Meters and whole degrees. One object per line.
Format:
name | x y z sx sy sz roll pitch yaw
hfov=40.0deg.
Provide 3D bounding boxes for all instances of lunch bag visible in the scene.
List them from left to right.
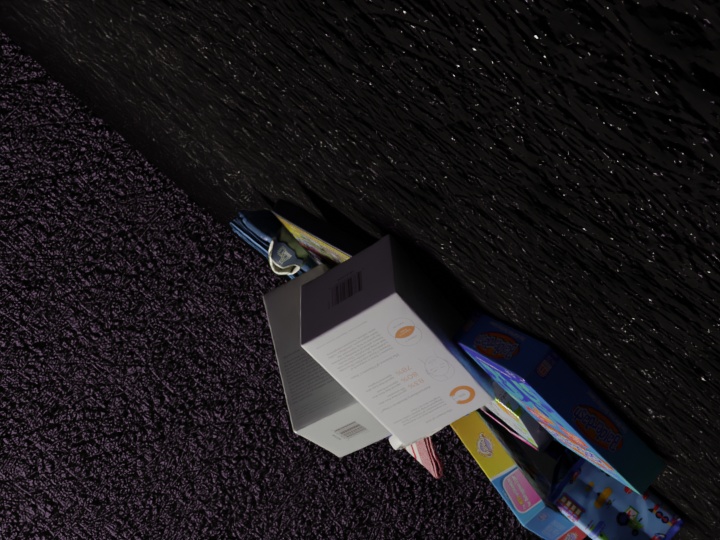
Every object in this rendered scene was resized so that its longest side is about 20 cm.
lunch bag | 0.331 0.308 1.328 0.150 0.094 0.200 39 180 9

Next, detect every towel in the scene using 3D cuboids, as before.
towel | -0.114 -0.031 1.627 0.199 0.049 0.111 37 -159 25
towel | 0.056 0.232 1.587 0.200 0.023 0.145 39 156 42

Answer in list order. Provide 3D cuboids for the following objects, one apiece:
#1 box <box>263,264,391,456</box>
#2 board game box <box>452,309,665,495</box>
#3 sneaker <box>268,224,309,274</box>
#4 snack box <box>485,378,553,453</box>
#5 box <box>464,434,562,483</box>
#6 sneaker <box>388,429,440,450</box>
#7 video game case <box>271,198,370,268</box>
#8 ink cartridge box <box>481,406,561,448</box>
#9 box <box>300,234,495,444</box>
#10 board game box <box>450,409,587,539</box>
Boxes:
box | -0.037 0.116 1.268 0.124 0.097 0.201 42 -154 -53
board game box | 0.201 0.133 1.018 0.200 0.045 0.152 43 174 -23
sneaker | -0.106 -0.036 1.489 0.067 0.090 0.200 39 174 -2
snack box | 0.176 0.148 1.242 0.142 0.053 0.200 37 174 28
box | 0.286 0.318 1.580 0.141 0.079 0.200 33 180 -43
sneaker | 0.053 0.170 1.393 0.200 0.080 0.147 92 155 -76
video game case | -0.002 -0.007 1.253 0.199 0.026 0.181 29 170 24
ink cartridge box | 0.220 0.218 1.492 0.200 0.037 0.094 36 176 -41
box | 0.041 0.079 1.083 0.200 0.124 0.098 48 -157 -33
board game box | 0.209 0.274 1.338 0.153 0.040 0.200 40 -170 -47
